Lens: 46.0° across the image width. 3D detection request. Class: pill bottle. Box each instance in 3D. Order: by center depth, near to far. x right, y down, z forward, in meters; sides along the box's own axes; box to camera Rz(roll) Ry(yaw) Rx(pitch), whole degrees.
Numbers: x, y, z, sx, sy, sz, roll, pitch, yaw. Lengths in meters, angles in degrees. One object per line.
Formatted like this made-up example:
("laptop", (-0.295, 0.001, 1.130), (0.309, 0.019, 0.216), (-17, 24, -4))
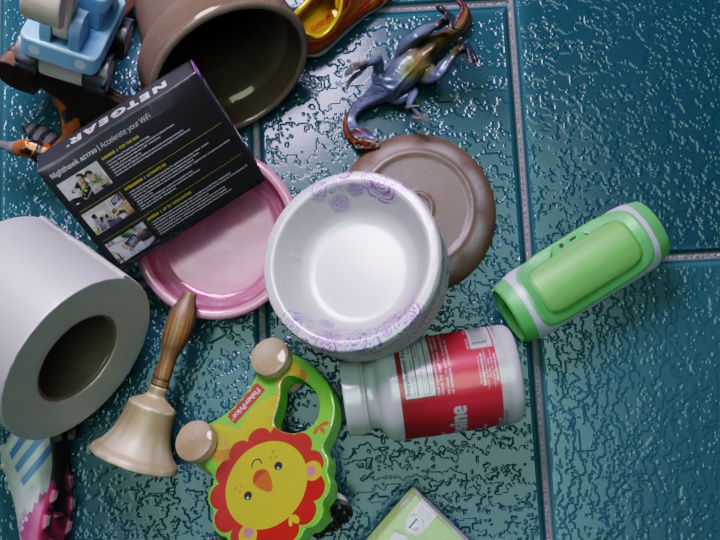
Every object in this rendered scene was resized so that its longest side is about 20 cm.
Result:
("pill bottle", (0.079, 0.131, 0.962), (0.198, 0.112, 0.114), (-9, 82, 0))

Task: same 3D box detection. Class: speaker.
("speaker", (0.256, 0.001, 0.990), (0.199, 0.088, 0.089), (-31, 83, -3))

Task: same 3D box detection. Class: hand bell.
("hand bell", (-0.225, 0.121, 0.969), (0.103, 0.104, 0.202), (19, 86, 4))

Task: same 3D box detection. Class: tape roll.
("tape roll", (-0.349, 0.061, 0.922), (0.138, 0.203, 0.204), (31, 84, 20))

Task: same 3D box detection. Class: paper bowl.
("paper bowl", (0.000, 0.000, 0.944), (0.198, 0.104, 0.203), (-4, 75, 14))

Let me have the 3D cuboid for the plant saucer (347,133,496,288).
("plant saucer", (0.068, -0.072, 1.028), (0.198, 0.037, 0.203), (0, 82, 1))

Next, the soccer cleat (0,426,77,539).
("soccer cleat", (-0.380, 0.240, 0.985), (0.085, 0.070, 0.203), (-1, 77, 11))

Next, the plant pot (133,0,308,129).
("plant pot", (-0.184, -0.290, 1.000), (0.199, 0.201, 0.176), (-29, 64, -3))

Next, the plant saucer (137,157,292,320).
("plant saucer", (-0.169, -0.042, 1.018), (0.198, 0.051, 0.203), (0, 86, 1))

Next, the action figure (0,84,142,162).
("action figure", (-0.325, -0.159, 1.037), (0.193, 0.105, 0.201), (37, 57, -1))

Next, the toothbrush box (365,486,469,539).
("toothbrush box", (0.047, 0.369, 0.945), (0.145, 0.086, 0.200), (41, 84, 6))

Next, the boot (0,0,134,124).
("boot", (-0.307, -0.275, 1.017), (0.185, 0.064, 0.201), (25, 56, 2))

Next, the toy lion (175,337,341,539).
("toy lion", (-0.094, 0.203, 0.936), (0.191, 0.069, 0.200), (35, 78, 31))

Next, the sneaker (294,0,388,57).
("sneaker", (-0.010, -0.347, 1.046), (0.073, 0.077, 0.200), (38, 83, 7))

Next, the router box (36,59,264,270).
("router box", (-0.227, -0.112, 0.934), (0.199, 0.051, 0.150), (-32, 125, -1))

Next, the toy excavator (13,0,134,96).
("toy excavator", (-0.294, -0.265, 0.851), (0.099, 0.201, 0.196), (16, 51, -9))

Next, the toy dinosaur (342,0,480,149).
("toy dinosaur", (0.058, -0.228, 1.042), (0.181, 0.200, 0.105), (-34, 95, 32))

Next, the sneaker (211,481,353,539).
("sneaker", (-0.107, 0.284, 0.967), (0.199, 0.067, 0.091), (-28, 42, 4))
